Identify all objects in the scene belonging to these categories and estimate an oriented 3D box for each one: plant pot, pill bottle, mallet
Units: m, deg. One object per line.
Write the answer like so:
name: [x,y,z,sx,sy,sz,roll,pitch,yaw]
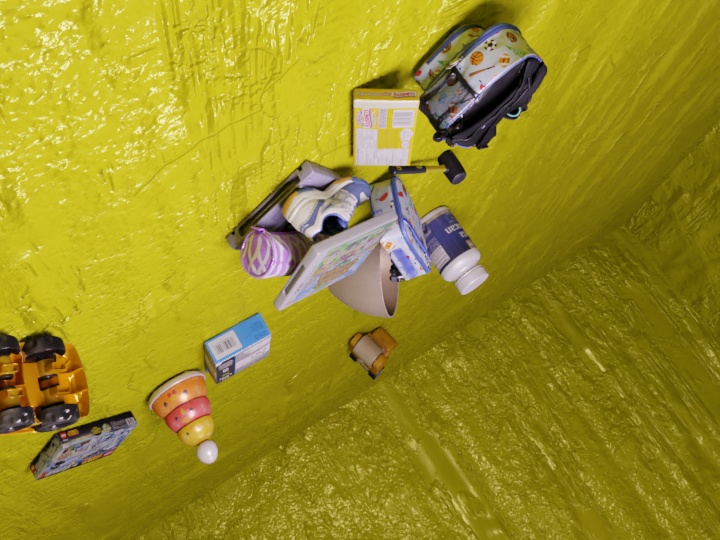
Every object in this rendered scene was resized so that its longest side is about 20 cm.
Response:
plant pot: [0.000,0.000,1.601,0.131,0.205,0.200,-2,169,13]
pill bottle: [0.224,-0.046,1.837,0.110,0.202,0.111,-31,164,-10]
mallet: [0.137,-0.195,1.500,0.198,0.066,0.041,-18,155,-45]

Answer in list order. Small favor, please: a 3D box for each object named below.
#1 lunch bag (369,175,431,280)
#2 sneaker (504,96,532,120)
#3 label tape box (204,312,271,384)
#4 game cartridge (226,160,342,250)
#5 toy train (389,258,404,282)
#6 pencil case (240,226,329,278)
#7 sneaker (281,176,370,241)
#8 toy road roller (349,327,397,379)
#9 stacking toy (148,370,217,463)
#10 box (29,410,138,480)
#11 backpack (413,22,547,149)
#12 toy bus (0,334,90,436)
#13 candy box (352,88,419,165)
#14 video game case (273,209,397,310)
lunch bag: [0.083,-0.077,1.486,0.074,0.163,0.200,-20,148,14]
sneaker: [0.283,-0.319,1.430,0.075,0.080,0.198,-45,162,32]
label tape box: [-0.283,0.192,1.728,0.142,0.064,0.201,-28,161,-22]
game cartridge: [-0.125,-0.103,1.295,0.199,0.039,0.129,-41,158,18]
toy train: [0.092,-0.060,1.607,0.045,0.203,0.034,4,144,6]
pencil case: [-0.120,-0.034,1.300,0.199,0.083,0.087,-10,116,-59]
sneaker: [-0.042,-0.097,1.269,0.198,0.088,0.076,-24,156,-44]
toy road roller: [0.049,0.252,2.460,0.146,0.122,0.201,-46,167,-15]
stacking toy: [-0.379,0.345,1.711,0.145,0.202,0.147,-32,164,-11]
box: [-0.605,0.383,1.652,0.137,0.040,0.199,-46,161,27]
backpack: [0.191,-0.297,1.186,0.189,0.156,0.199,-34,172,24]
toy bus: [-0.545,0.192,1.136,0.189,0.138,0.199,-23,165,18]
candy box: [0.038,-0.226,1.209,0.100,0.027,0.201,3,159,0]
video game case: [-0.043,-0.017,1.299,0.198,0.022,0.182,-27,164,-41]
